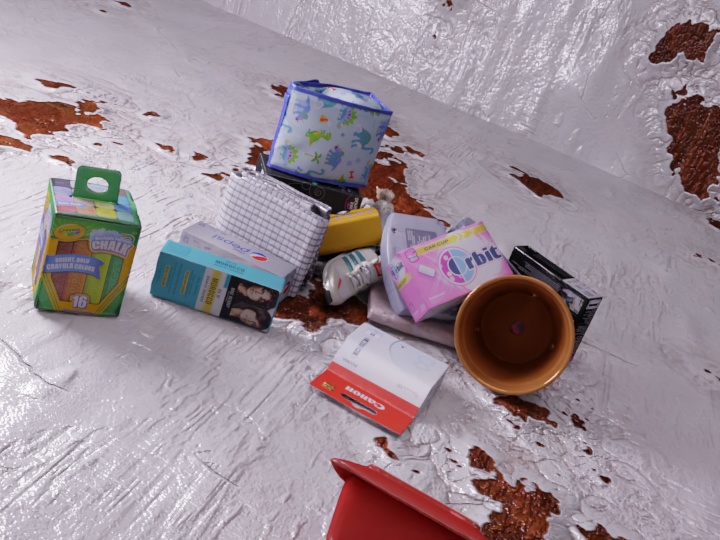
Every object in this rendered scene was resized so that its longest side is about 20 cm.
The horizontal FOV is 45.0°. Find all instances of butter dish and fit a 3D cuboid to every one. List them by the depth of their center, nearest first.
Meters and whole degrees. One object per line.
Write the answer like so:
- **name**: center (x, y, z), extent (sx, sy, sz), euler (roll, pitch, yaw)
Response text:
- **butter dish**: center (0.035, 0.309, 0.921), extent (0.199, 0.148, 0.200), euler (26, -17, 16)

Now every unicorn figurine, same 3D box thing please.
- **unicorn figurine**: center (0.035, -0.073, 1.775), extent (0.074, 0.201, 0.137), euler (-1, 4, -32)

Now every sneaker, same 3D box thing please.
- **sneaker**: center (0.000, 0.000, 1.580), extent (0.093, 0.071, 0.200), euler (-8, 18, 25)

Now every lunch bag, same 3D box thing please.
- **lunch bag**: center (-0.067, -0.261, 1.646), extent (0.199, 0.171, 0.127), euler (3, 29, -32)

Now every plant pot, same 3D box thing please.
- **plant pot**: center (0.268, 0.106, 1.507), extent (0.199, 0.201, 0.140), euler (25, 6, 11)

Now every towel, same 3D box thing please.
- **towel**: center (-0.155, -0.072, 1.550), extent (0.199, 0.166, 0.086), euler (27, 20, 14)
- **towel**: center (0.105, 0.072, 1.619), extent (0.199, 0.032, 0.191), euler (18, 23, -9)

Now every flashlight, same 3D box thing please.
- **flashlight**: center (0.264, 0.073, 1.616), extent (0.200, 0.068, 0.068), euler (52, 32, 10)

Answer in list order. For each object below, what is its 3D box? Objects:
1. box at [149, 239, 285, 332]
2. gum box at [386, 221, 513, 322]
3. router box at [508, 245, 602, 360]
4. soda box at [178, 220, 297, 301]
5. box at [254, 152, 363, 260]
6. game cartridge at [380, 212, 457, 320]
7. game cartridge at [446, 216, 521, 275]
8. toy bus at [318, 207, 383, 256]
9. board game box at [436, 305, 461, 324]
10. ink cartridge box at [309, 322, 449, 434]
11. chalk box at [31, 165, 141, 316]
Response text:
- **box**: center (-0.227, 0.025, 1.382), extent (0.199, 0.083, 0.049), euler (18, 25, -4)
- **gum box**: center (0.162, -0.001, 1.530), extent (0.199, 0.066, 0.114), euler (-21, 74, -27)
- **router box**: center (0.355, 0.063, 1.696), extent (0.051, 0.150, 0.200), euler (-3, 33, -42)
- **soda box**: center (-0.215, -0.012, 1.494), extent (0.199, 0.064, 0.068), euler (25, 22, 9)
- **box**: center (-0.117, -0.123, 1.710), extent (0.199, 0.149, 0.124), euler (13, 23, -18)
- **game cartridge**: center (0.103, -0.008, 1.579), extent (0.133, 0.041, 0.201), euler (9, 59, -25)
- **game cartridge**: center (0.237, -0.005, 1.674), extent (0.200, 0.042, 0.133), euler (50, -18, 2)
- **toy bus**: center (-0.063, -0.067, 1.628), extent (0.199, 0.065, 0.078), euler (-12, 15, -6)
- **board game box**: center (0.175, 0.045, 1.648), extent (0.199, 0.039, 0.158), euler (6, 27, -34)
- **ink cartridge box**: center (0.033, 0.161, 1.344), extent (0.160, 0.047, 0.200), euler (27, 22, 14)
- **chalk box**: center (-0.395, -0.052, 1.260), extent (0.124, 0.201, 0.124), euler (8, 27, -27)
